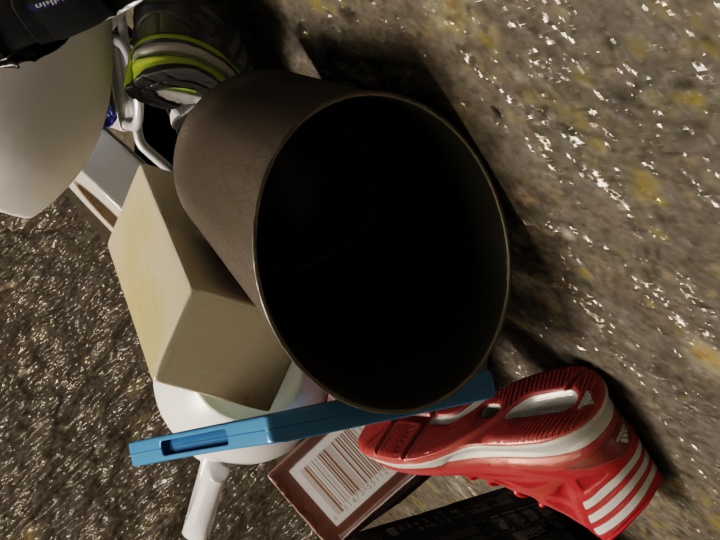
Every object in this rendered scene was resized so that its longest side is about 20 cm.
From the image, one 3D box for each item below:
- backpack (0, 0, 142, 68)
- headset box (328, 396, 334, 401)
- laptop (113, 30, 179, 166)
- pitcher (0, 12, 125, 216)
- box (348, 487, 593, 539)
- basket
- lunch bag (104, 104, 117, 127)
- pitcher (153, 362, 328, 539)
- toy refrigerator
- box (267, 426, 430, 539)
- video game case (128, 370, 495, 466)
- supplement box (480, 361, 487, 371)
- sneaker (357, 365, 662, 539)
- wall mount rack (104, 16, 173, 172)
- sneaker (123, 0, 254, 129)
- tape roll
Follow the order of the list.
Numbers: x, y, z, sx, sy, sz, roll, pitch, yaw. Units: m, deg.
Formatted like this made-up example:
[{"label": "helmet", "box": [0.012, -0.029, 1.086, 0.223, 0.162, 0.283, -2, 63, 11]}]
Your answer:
[{"label": "backpack", "box": [-0.195, -0.179, 0.914, 0.200, 0.177, 0.151, 81, 170, -78]}, {"label": "headset box", "box": [-0.026, 0.028, 1.376, 0.149, 0.075, 0.200, 48, 169, 10]}, {"label": "laptop", "box": [-0.220, -0.116, 1.566, 0.200, 0.116, 0.187, 26, 160, 20]}, {"label": "pitcher", "box": [-0.195, -0.137, 1.112, 0.121, 0.200, 0.172, 20, -178, 19]}, {"label": "box", "box": [0.093, 0.235, 1.289, 0.158, 0.200, 0.051, 41, 130, 38]}, {"label": "basket", "box": [-0.023, -0.035, 1.000, 0.200, 0.136, 0.180, 39, 155, 62]}, {"label": "lunch bag", "box": [-0.269, -0.175, 1.236, 0.200, 0.094, 0.151, 61, 168, -24]}, {"label": "pitcher", "box": [-0.091, 0.103, 1.265, 0.121, 0.172, 0.200, 12, 167, -6]}, {"label": "toy refrigerator", "box": [-0.100, 0.009, 1.116, 0.076, 0.070, 0.200, 17, -161, -23]}, {"label": "box", "box": [0.016, 0.129, 1.297, 0.075, 0.100, 0.200, 48, -167, 7]}, {"label": "video game case", "box": [-0.033, 0.088, 1.051, 0.200, 0.143, 0.018, -18, 83, 60]}, {"label": "supplement box", "box": [0.000, 0.000, 1.209, 0.200, 0.061, 0.109, 47, 169, 14]}, {"label": "sneaker", "box": [0.092, 0.122, 1.081, 0.200, 0.078, 0.116, -5, 131, 52]}, {"label": "wall mount rack", "box": [-0.150, -0.114, 1.288, 0.200, 0.075, 0.174, -155, 55, -67]}, {"label": "sneaker", "box": [-0.096, -0.137, 1.143, 0.200, 0.074, 0.081, 42, -133, -80]}, {"label": "tape roll", "box": [-0.166, -0.041, 1.366, 0.203, 0.037, 0.203, 44, 171, 9]}]
